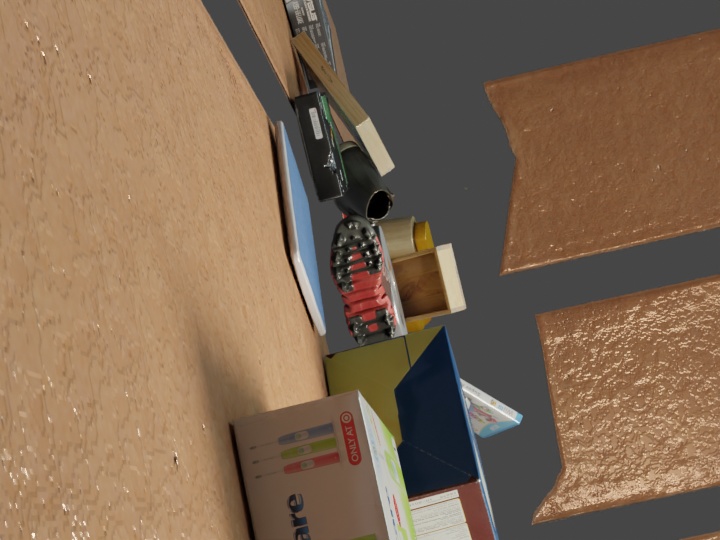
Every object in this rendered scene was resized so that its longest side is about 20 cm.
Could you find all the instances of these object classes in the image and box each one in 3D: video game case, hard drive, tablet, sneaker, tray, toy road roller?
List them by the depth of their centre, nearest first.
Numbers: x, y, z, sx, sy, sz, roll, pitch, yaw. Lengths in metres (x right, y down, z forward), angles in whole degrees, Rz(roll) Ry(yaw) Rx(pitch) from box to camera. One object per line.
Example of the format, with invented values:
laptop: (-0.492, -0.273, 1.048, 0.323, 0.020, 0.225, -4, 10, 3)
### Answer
tablet: (-0.064, -0.045, 1.466, 0.131, 0.013, 0.202, 73, 6, -48)
sneaker: (0.000, 0.000, 1.828, 0.098, 0.070, 0.202, -99, 176, -51)
hard drive: (-0.052, -0.168, 1.905, 0.200, 0.037, 0.142, -70, 147, -82)
sneaker: (0.010, -0.096, 2.086, 0.107, 0.074, 0.200, 55, -2, 28)
tray: (0.074, 0.027, 2.150, 0.199, 0.037, 0.100, -15, -91, 52)
video game case: (0.135, 0.191, 2.165, 0.018, 0.199, 0.143, -63, -171, -22)
toy road roller: (0.069, 0.020, 2.462, 0.147, 0.121, 0.202, -80, 160, -52)

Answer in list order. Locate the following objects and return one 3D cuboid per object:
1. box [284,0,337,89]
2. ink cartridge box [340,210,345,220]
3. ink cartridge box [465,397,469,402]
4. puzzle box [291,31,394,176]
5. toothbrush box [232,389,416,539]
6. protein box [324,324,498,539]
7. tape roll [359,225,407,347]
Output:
box: (-0.084, -0.404, 2.156, 0.159, 0.049, 0.202, -98, 174, -51)
ink cartridge box: (0.005, -0.058, 2.316, 0.176, 0.044, 0.202, -92, 168, -77)
ink cartridge box: (0.105, 0.260, 2.025, 0.200, 0.043, 0.175, 53, 57, -80)
puzzle box: (-0.025, -0.240, 2.037, 0.201, 0.025, 0.133, 56, -1, 32)
toothbrush box: (-0.012, 0.173, 0.925, 0.200, 0.085, 0.147, 60, 17, -72)
protein box: (0.058, 0.207, 1.471, 0.201, 0.133, 0.200, 72, 5, -47)
tape roll: (0.021, 0.039, 2.049, 0.200, 0.065, 0.203, -13, 90, -86)
